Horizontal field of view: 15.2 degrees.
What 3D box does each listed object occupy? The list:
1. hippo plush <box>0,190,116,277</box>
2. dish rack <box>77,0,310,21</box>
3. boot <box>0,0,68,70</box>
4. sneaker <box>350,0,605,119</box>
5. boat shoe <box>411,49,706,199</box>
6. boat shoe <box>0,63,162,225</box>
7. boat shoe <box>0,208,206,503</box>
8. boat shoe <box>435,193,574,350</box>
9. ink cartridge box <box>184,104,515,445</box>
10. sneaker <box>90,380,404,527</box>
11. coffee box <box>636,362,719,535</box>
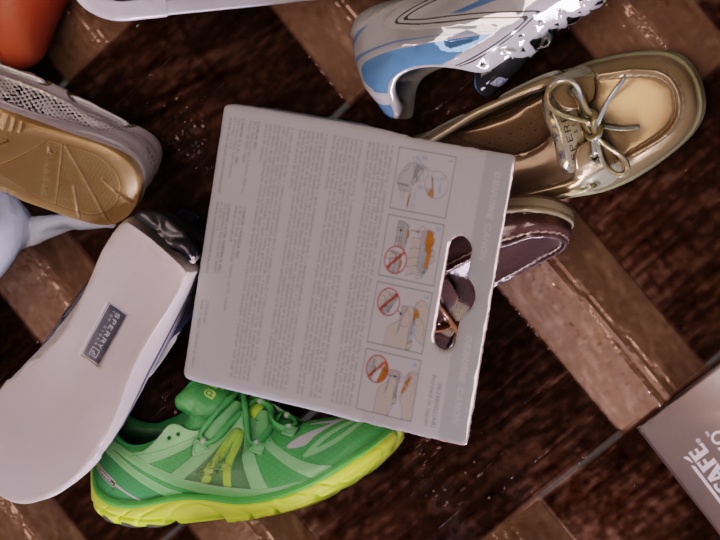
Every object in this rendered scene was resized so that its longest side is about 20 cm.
[{"bbox_3d":[-0.271,0.008,1.625,0.200,0.159,0.161,-5,121,-23],"label":"hippo plush"},{"bbox_3d":[-0.076,-0.233,1.527,0.200,0.044,0.172,-7,94,-10],"label":"dish rack"},{"bbox_3d":[-0.160,-0.199,1.580,0.107,0.075,0.200,22,102,10],"label":"boot"},{"bbox_3d":[0.090,-0.142,1.503,0.200,0.072,0.073,-21,90,22],"label":"sneaker"},{"bbox_3d":[0.097,-0.068,1.513,0.200,0.063,0.073,-22,89,19],"label":"boat shoe"},{"bbox_3d":[-0.210,-0.087,1.575,0.200,0.069,0.071,23,121,7],"label":"boat shoe"},{"bbox_3d":[-0.144,0.049,1.591,0.075,0.093,0.200,40,108,11],"label":"boat shoe"},{"bbox_3d":[0.037,0.019,1.529,0.200,0.072,0.072,-22,65,23],"label":"boat shoe"},{"bbox_3d":[0.000,0.000,1.490,0.200,0.047,0.160,12,94,35],"label":"ink cartridge box"},{"bbox_3d":[-0.073,0.102,1.584,0.200,0.074,0.084,-9,98,19],"label":"sneaker"},{"bbox_3d":[0.267,0.066,1.464,0.200,0.080,0.114,-40,83,18],"label":"coffee box"}]
